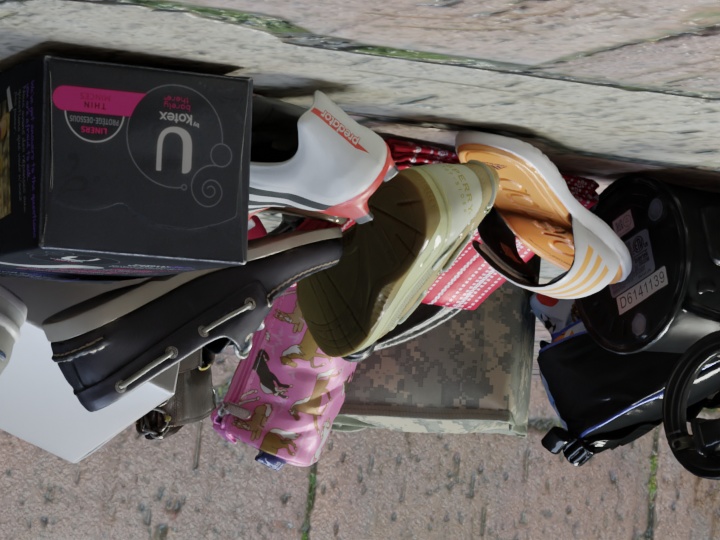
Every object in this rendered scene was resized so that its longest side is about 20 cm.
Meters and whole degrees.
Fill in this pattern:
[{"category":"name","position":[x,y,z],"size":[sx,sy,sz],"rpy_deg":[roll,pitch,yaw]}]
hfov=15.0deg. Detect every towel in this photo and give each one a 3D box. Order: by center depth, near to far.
[{"category":"towel","position":[0.045,-0.024,1.762],"size":[0.200,0.023,0.145],"rpy_deg":[8,140,-43]}]

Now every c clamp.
[{"category":"c clamp","position":[0.000,0.000,1.818],"size":[0.171,0.027,0.200],"rpy_deg":[-36,144,-1]}]

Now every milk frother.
[{"category":"milk frother","position":[0.263,0.042,1.778],"size":[0.188,0.200,0.180],"rpy_deg":[6,170,-33]}]

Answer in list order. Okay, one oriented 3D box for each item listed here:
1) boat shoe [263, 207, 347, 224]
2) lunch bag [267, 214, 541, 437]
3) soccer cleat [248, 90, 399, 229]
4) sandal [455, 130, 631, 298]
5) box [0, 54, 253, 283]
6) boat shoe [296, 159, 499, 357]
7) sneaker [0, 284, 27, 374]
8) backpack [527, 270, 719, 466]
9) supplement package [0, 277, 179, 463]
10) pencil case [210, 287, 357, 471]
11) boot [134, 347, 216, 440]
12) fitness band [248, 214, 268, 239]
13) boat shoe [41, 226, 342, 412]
[{"category":"boat shoe","position":[-0.092,-0.054,1.671],"size":[0.200,0.065,0.072],"rpy_deg":[0,174,30]},{"category":"lunch bag","position":[0.027,0.037,2.026],"size":[0.200,0.164,0.118],"rpy_deg":[3,171,10]},{"category":"soccer cleat","position":[-0.068,-0.063,1.555],"size":[0.200,0.069,0.085],"rpy_deg":[-3,139,45]},{"category":"sandal","position":[0.100,-0.023,1.683],"size":[0.079,0.059,0.207],"rpy_deg":[13,164,30]},{"category":"box","position":[-0.153,-0.052,1.511],"size":[0.122,0.106,0.200],"rpy_deg":[4,175,-26]},{"category":"boat shoe","position":[0.020,-0.008,1.664],"size":[0.063,0.073,0.201],"rpy_deg":[-17,160,-30]},{"category":"sneaker","position":[-0.284,0.064,1.589],"size":[0.200,0.082,0.075],"rpy_deg":[-22,134,36]},{"category":"backpack","position":[0.212,0.053,2.007],"size":[0.200,0.154,0.191],"rpy_deg":[-21,166,2]},{"category":"supplement package","position":[-0.218,0.012,1.680],"size":[0.200,0.121,0.120],"rpy_deg":[28,139,-26]},{"category":"pencil case","position":[-0.036,0.037,1.911],"size":[0.083,0.200,0.087],"rpy_deg":[24,-168,10]},{"category":"boot","position":[-0.149,0.040,2.034],"size":[0.069,0.174,0.200],"rpy_deg":[3,-178,25]},{"category":"fitness band","position":[-0.152,0.018,1.883],"size":[0.200,0.037,0.144],"rpy_deg":[-28,-174,-25]},{"category":"boat shoe","position":[-0.091,0.025,1.599],"size":[0.200,0.063,0.073],"rpy_deg":[-21,-173,-31]}]
